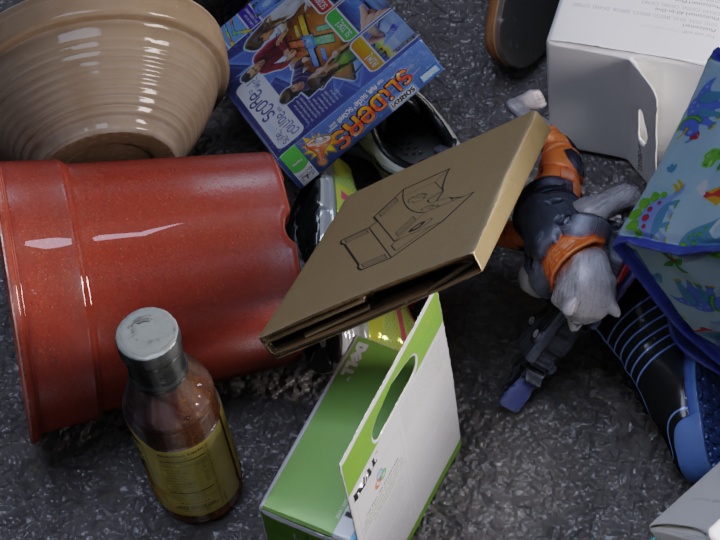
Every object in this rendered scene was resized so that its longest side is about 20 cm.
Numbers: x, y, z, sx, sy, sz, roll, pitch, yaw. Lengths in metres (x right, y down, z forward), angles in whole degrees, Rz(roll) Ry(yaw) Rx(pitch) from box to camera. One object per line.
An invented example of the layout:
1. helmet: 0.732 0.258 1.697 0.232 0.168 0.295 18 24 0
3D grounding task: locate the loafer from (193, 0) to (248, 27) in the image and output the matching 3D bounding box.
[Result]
1. loafer: -0.132 -0.219 1.887 0.071 0.073 0.200 21 55 32

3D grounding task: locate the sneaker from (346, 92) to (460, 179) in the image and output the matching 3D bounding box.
1. sneaker: 0.019 -0.117 1.780 0.076 0.088 0.200 -37 58 -16

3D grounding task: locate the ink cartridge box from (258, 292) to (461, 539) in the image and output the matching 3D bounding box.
1. ink cartridge box: -0.002 0.107 1.560 0.076 0.200 0.148 19 60 19

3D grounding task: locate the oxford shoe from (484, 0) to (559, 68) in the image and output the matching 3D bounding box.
1. oxford shoe: 0.120 -0.235 1.874 0.071 0.071 0.200 -12 51 35

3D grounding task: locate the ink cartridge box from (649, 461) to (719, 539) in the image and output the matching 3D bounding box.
1. ink cartridge box: 0.301 0.156 1.518 0.200 0.083 0.147 -38 102 -18

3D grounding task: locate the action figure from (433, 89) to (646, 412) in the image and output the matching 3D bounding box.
1. action figure: 0.116 -0.010 1.647 0.200 0.105 0.193 -58 32 14

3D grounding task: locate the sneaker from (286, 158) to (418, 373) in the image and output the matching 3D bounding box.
1. sneaker: 0.000 0.000 1.720 0.090 0.078 0.200 8 46 -20

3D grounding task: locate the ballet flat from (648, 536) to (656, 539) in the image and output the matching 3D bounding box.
1. ballet flat: 0.220 0.186 1.563 0.200 0.074 0.074 -35 59 -12

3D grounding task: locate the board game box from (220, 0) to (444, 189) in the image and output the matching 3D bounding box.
1. board game box: -0.035 -0.155 1.778 0.135 0.034 0.200 -39 36 3

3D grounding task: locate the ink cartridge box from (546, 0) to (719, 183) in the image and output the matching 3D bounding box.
1. ink cartridge box: 0.214 -0.175 1.770 0.125 0.129 0.200 11 57 15

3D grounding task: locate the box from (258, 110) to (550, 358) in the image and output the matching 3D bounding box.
1. box: 0.033 -0.026 1.579 0.163 0.021 0.200 -24 19 28

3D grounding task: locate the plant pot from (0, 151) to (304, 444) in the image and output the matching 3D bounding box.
1. plant pot: -0.145 0.005 1.664 0.195 0.201 0.201 -9 55 -8

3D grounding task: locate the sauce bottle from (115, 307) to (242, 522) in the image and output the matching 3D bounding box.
1. sauce bottle: -0.121 0.093 1.585 0.066 0.200 0.066 -4 53 5

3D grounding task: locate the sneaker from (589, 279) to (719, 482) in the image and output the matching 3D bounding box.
1. sneaker: 0.201 0.058 1.657 0.078 0.070 0.200 -20 60 25

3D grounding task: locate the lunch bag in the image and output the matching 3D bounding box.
1. lunch bag: 0.275 -0.022 1.583 0.127 0.200 0.170 6 59 45

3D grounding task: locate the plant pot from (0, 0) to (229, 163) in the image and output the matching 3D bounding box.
1. plant pot: -0.188 -0.110 1.735 0.201 0.201 0.093 -12 60 -1
